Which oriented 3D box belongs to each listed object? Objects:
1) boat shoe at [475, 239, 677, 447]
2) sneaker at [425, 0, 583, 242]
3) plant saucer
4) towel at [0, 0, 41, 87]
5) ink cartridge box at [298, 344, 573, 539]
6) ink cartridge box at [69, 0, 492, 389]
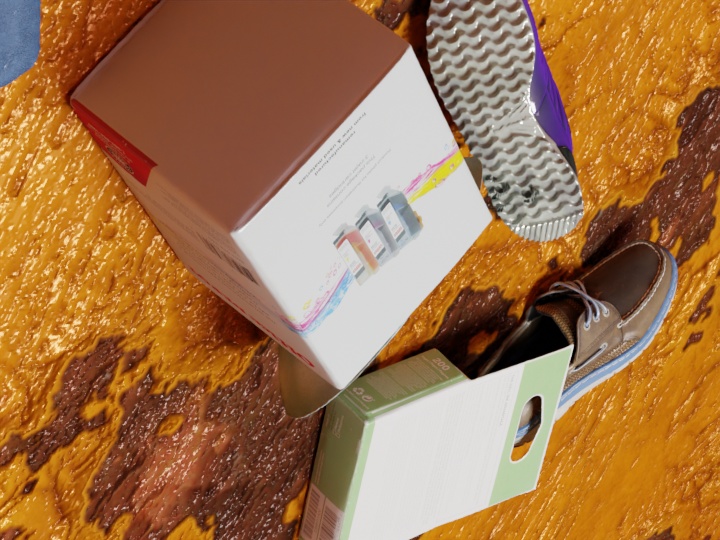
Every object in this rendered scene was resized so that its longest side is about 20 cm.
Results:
[{"bbox_3d":[0.162,0.047,1.905,0.200,0.072,0.072,-47,148,-10],"label":"boat shoe"},{"bbox_3d":[0.090,-0.124,1.639,0.069,0.100,0.201,-13,120,11],"label":"sneaker"},{"bbox_3d":[0.000,0.000,1.587,0.201,0.039,0.201,-51,-167,17],"label":"plant saucer"},{"bbox_3d":[-0.202,-0.166,1.205,0.111,0.048,0.201,-31,142,-33],"label":"towel"},{"bbox_3d":[0.055,0.124,1.843,0.199,0.048,0.146,-20,136,-36],"label":"ink cartridge box"},{"bbox_3d":[-0.040,-0.060,1.442,0.145,0.145,0.200,-47,150,-11],"label":"ink cartridge box"}]
